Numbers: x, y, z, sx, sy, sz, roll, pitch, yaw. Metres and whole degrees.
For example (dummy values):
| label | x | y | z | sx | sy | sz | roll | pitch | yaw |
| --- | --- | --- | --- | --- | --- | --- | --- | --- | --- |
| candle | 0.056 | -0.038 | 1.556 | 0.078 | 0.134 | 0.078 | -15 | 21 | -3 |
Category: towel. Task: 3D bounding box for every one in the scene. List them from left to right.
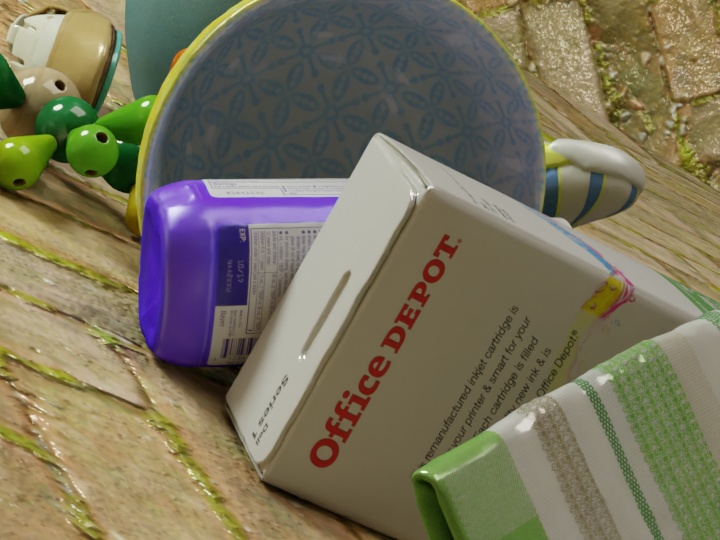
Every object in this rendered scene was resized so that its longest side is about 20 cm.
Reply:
| label | x | y | z | sx | sy | sz | roll | pitch | yaw |
| --- | --- | --- | --- | --- | --- | --- | --- | --- | --- |
| towel | 0.107 | 0.108 | 0.929 | 0.199 | 0.031 | 0.150 | -22 | 86 | -46 |

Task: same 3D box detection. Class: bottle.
| label | x | y | z | sx | sy | sz | roll | pitch | yaw |
| --- | --- | --- | --- | --- | --- | --- | --- | --- | --- |
| bottle | 0.000 | 0.000 | 1.148 | 0.198 | 0.084 | 0.065 | -2 | 26 | -16 |

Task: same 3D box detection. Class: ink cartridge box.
| label | x | y | z | sx | sy | sz | roll | pitch | yaw |
| --- | --- | --- | --- | --- | --- | --- | --- | --- | --- |
| ink cartridge box | 0.062 | 0.050 | 1.102 | 0.199 | 0.145 | 0.084 | 25 | 12 | -24 |

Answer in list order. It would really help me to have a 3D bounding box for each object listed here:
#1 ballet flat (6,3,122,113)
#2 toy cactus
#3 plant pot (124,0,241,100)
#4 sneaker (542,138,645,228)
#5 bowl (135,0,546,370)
| label | x | y | z | sx | sy | sz | roll | pitch | yaw |
| --- | --- | --- | --- | --- | --- | --- | --- | --- | --- |
| ballet flat | -0.177 | -0.123 | 1.467 | 0.063 | 0.069 | 0.200 | 20 | 4 | -10 |
| toy cactus | -0.158 | -0.087 | 1.308 | 0.199 | 0.103 | 0.165 | 16 | 6 | -23 |
| plant pot | -0.075 | -0.146 | 1.627 | 0.199 | 0.135 | 0.200 | 30 | 11 | -7 |
| sneaker | 0.053 | -0.004 | 1.294 | 0.199 | 0.106 | 0.076 | -8 | -18 | 24 |
| bowl | -0.020 | -0.051 | 1.224 | 0.199 | 0.201 | 0.108 | 26 | 4 | -21 |
